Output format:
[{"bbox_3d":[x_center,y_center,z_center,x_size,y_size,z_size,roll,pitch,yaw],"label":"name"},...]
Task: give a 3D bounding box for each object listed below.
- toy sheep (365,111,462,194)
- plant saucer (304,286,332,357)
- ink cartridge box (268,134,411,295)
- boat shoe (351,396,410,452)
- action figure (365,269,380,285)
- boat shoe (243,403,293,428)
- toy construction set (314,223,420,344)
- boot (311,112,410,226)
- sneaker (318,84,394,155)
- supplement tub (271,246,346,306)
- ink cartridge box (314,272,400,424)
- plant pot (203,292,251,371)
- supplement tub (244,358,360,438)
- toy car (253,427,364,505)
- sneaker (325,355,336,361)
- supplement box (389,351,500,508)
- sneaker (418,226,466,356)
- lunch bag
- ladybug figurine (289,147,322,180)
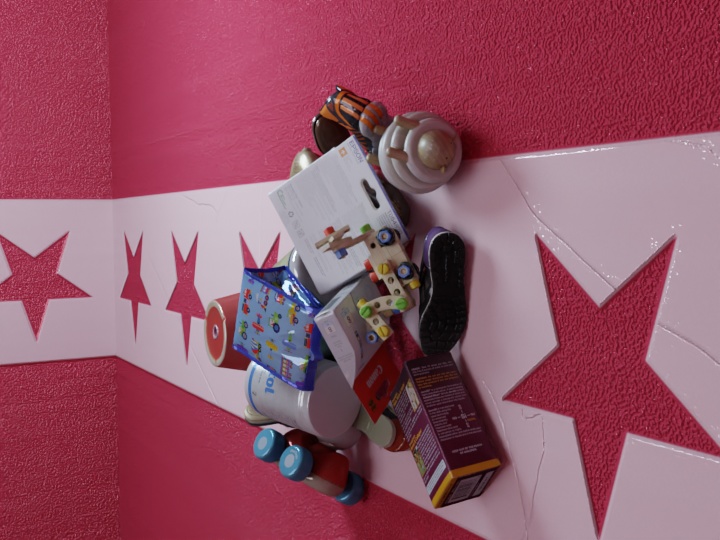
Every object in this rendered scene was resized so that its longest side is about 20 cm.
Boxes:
[{"bbox_3d":[0.086,-0.183,1.431,0.200,0.136,0.141,-166,75,-71],"label":"toy sheep"},{"bbox_3d":[-0.127,0.095,1.711,0.198,0.036,0.202,28,144,22],"label":"plant saucer"},{"bbox_3d":[-0.031,-0.091,1.530,0.198,0.040,0.202,-30,86,27],"label":"ink cartridge box"},{"bbox_3d":[0.029,0.260,1.637,0.200,0.062,0.072,35,104,56],"label":"boat shoe"},{"bbox_3d":[0.000,0.000,1.631,0.118,0.101,0.204,-2,90,46],"label":"action figure"},{"bbox_3d":[-0.134,0.276,1.802,0.072,0.197,0.066,46,138,42],"label":"boat shoe"},{"bbox_3d":[0.019,0.006,1.447,0.202,0.130,0.092,58,-165,-6],"label":"toy construction set"},{"bbox_3d":[0.003,-0.173,1.589,0.187,0.064,0.200,56,175,-35],"label":"boot"},{"bbox_3d":[-0.002,-0.254,1.533,0.111,0.200,0.078,32,84,18],"label":"sneaker"},{"bbox_3d":[-0.101,0.027,1.773,0.200,0.143,0.147,-36,61,57],"label":"supplement tub"},{"bbox_3d":[0.016,0.124,1.516,0.047,0.160,0.202,-24,101,29],"label":"ink cartridge box"},{"bbox_3d":[-0.236,0.130,1.997,0.200,0.175,0.204,7,98,62],"label":"plant pot"},{"bbox_3d":[-0.107,0.217,1.663,0.198,0.131,0.134,7,98,48],"label":"supplement tub"},{"bbox_3d":[-0.064,0.308,1.745,0.176,0.184,0.202,18,77,50],"label":"toy car"},{"bbox_3d":[-0.049,0.168,1.775,0.199,0.059,0.106,-32,60,54],"label":"sneaker"},{"bbox_3d":[0.126,0.243,1.416,0.111,0.084,0.202,109,146,-51],"label":"supplement box"},{"bbox_3d":[0.125,0.032,1.456,0.088,0.074,0.204,-129,44,-73],"label":"sneaker"},{"bbox_3d":[-0.126,0.100,1.556,0.199,0.093,0.153,35,121,47],"label":"lunch bag"},{"bbox_3d":[-0.077,-0.117,1.639,0.135,0.071,0.204,4,100,63],"label":"ladybug figurine"}]
